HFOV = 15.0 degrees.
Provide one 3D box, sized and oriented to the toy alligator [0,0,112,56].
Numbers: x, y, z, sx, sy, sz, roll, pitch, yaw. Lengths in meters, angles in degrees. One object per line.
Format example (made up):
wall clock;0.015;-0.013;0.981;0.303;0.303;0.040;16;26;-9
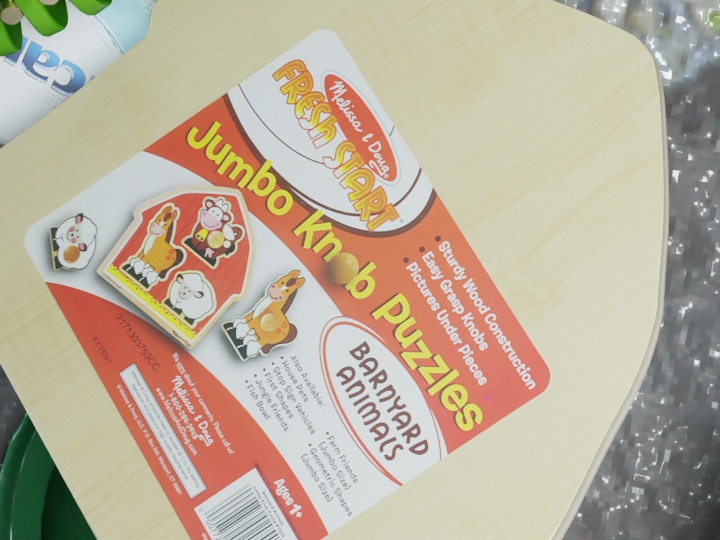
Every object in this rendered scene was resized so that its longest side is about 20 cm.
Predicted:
toy alligator;-0.071;-0.103;0.769;0.199;0.059;0.054;-25;130;12

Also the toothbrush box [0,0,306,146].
toothbrush box;-0.060;-0.128;0.832;0.146;0.085;0.200;28;98;10

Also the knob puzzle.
knob puzzle;0.000;0.000;0.761;0.219;0.030;0.220;-4;75;15

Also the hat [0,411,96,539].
hat;-0.041;0.089;0.792;0.200;0.176;0.166;-27;89;12
